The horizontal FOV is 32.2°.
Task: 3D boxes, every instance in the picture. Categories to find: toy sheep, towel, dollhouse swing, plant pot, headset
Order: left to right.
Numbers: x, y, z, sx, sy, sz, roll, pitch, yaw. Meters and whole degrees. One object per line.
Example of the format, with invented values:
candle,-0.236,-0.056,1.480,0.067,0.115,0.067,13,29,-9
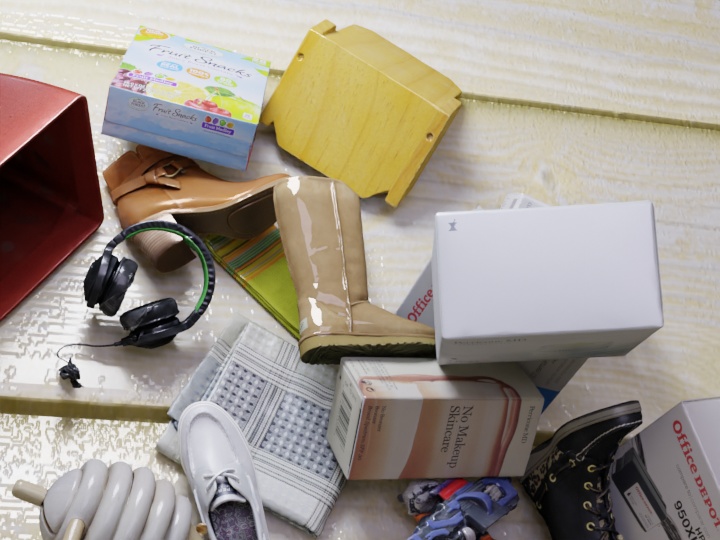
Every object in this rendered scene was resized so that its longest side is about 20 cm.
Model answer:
plant pot,-0.405,-0.093,1.293,0.176,0.201,0.200,29,55,18
toy sheep,-0.231,0.242,1.163,0.199,0.138,0.138,30,54,-16
headset,-0.239,0.036,1.297,0.124,0.094,0.200,45,83,-10
towel,-0.092,0.155,1.315,0.199,0.035,0.193,27,56,2
towel,-0.083,0.011,1.417,0.200,0.018,0.086,43,58,11
dollhouse swing,0.010,-0.200,1.565,0.199,0.176,0.182,32,97,4

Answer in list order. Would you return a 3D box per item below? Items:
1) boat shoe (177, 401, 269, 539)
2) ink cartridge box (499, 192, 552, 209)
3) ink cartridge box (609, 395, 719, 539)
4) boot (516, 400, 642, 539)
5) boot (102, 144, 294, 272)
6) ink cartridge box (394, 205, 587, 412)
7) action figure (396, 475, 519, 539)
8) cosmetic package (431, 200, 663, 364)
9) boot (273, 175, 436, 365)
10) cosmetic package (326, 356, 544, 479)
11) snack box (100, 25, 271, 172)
boat shoe,-0.132,0.223,1.214,0.072,0.069,0.201,-11,79,-9
ink cartridge box,0.247,-0.034,1.443,0.175,0.200,0.045,27,95,0
ink cartridge box,0.326,0.237,1.280,0.084,0.200,0.145,-1,58,-31
boot,0.245,0.232,1.270,0.073,0.204,0.155,-7,65,-30
boot,-0.183,-0.099,1.409,0.199,0.074,0.155,-25,57,-19
ink cartridge box,0.156,0.053,1.374,0.200,0.145,0.084,40,39,10
action figure,0.100,0.290,1.251,0.199,0.105,0.194,-9,54,-49
cosmetic package,0.170,0.018,1.199,0.198,0.200,0.124,-3,78,2
boot,0.000,0.000,1.328,0.174,0.066,0.201,7,60,-28
cosmetic package,0.075,0.152,1.286,0.199,0.104,0.087,1,25,-20
snack box,-0.196,-0.202,1.439,0.168,0.068,0.200,14,28,-8
